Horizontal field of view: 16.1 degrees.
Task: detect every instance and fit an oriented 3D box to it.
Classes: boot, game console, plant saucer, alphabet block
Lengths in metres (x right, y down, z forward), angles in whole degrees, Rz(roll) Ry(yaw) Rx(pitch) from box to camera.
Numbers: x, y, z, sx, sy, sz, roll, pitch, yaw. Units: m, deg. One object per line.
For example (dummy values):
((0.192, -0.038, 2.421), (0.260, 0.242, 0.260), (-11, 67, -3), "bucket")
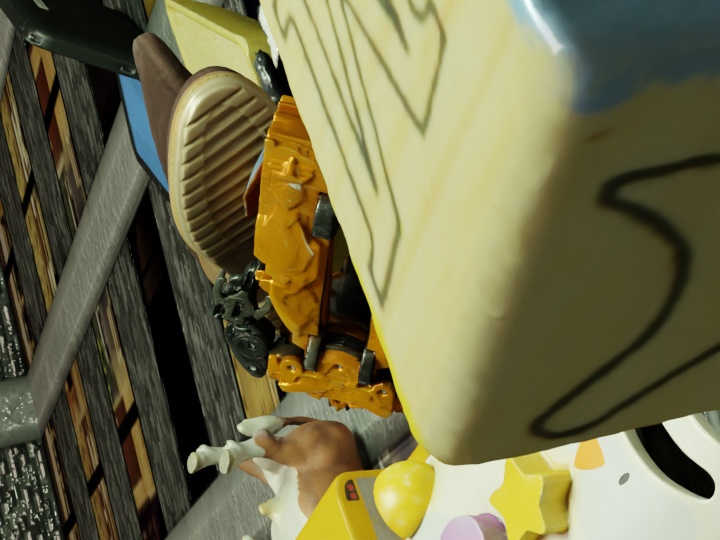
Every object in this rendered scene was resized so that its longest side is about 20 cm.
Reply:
((-0.089, -0.071, 1.342), (0.167, 0.072, 0.200), (56, 168, 37), "boot")
((-0.209, -0.135, 1.975), (0.117, 0.175, 0.200), (-68, 24, 11), "game console")
((-0.039, -0.059, 1.446), (0.200, 0.048, 0.200), (-143, 33, -69), "plant saucer")
((0.090, -0.089, 0.687), (0.200, 0.195, 0.197), (104, 152, -58), "alphabet block")

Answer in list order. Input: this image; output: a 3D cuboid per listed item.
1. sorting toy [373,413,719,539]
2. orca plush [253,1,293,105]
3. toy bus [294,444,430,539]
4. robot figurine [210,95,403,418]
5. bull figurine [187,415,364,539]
((0.099, 0.088, 1.038), (0.180, 0.107, 0.200), (-57, 44, 44), "sorting toy")
((-0.002, -0.128, 1.328), (0.105, 0.071, 0.200), (31, -144, -41), "orca plush")
((0.004, 0.163, 1.361), (0.200, 0.078, 0.065), (-59, 41, 44), "toy bus")
((0.000, 0.000, 1.263), (0.200, 0.145, 0.058), (97, -169, -52), "robot figurine")
((-0.028, 0.165, 1.517), (0.065, 0.121, 0.200), (-60, 32, 34), "bull figurine")
